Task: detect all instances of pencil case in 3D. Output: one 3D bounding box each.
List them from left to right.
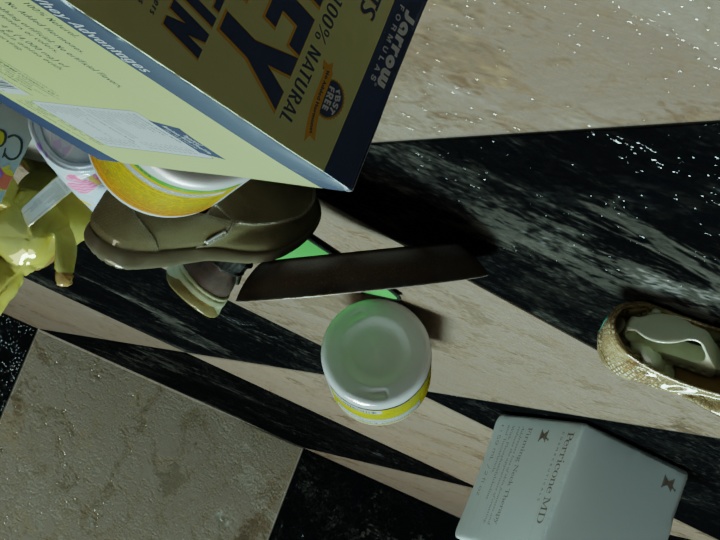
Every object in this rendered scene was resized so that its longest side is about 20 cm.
[{"bbox_3d":[-0.186,-0.091,1.317,0.083,0.091,0.200,55,176,16],"label":"pencil case"}]

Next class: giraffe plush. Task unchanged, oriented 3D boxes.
[{"bbox_3d":[-0.320,-0.048,1.619,0.199,0.173,0.162,-19,-175,18],"label":"giraffe plush"}]

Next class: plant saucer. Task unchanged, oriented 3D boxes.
[{"bbox_3d":[0.000,0.000,1.348,0.199,0.032,0.200,-5,-179,0],"label":"plant saucer"}]

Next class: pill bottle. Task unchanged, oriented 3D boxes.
[{"bbox_3d":[-0.116,-0.093,1.088,0.111,0.111,0.200,23,169,-12],"label":"pill bottle"},{"bbox_3d":[0.018,0.100,1.773,0.111,0.112,0.200,20,169,5],"label":"pill bottle"}]

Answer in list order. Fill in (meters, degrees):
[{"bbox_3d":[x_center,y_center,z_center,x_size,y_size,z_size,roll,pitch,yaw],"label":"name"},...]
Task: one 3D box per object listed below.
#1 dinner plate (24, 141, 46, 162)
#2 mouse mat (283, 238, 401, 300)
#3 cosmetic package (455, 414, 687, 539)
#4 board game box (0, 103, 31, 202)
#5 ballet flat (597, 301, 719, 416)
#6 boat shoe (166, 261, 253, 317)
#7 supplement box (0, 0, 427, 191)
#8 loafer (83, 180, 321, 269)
[{"bbox_3d":[-0.326,-0.134,1.528,0.199,0.024,0.200,21,168,5],"label":"dinner plate"},{"bbox_3d":[-0.070,-0.019,1.639,0.161,0.008,0.200,12,167,41],"label":"mouse mat"},{"bbox_3d":[0.251,0.282,2.060,0.166,0.168,0.200,26,167,-23],"label":"cosmetic package"},{"bbox_3d":[-0.351,-0.108,1.406,0.105,0.103,0.200,32,158,-25],"label":"board game box"},{"bbox_3d":[0.270,0.071,1.287,0.199,0.071,0.065,14,153,20],"label":"ballet flat"},{"bbox_3d":[-0.110,-0.029,1.396,0.072,0.066,0.201,43,-162,-15],"label":"boat shoe"},{"bbox_3d":[-0.106,-0.143,0.768,0.199,0.135,0.200,10,164,47],"label":"supplement box"},{"bbox_3d":[-0.108,-0.048,1.279,0.199,0.068,0.076,-14,-134,-38],"label":"loafer"}]
